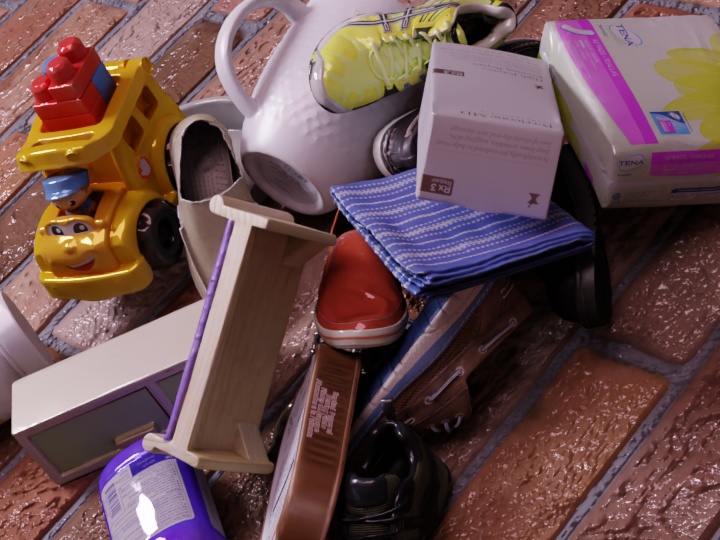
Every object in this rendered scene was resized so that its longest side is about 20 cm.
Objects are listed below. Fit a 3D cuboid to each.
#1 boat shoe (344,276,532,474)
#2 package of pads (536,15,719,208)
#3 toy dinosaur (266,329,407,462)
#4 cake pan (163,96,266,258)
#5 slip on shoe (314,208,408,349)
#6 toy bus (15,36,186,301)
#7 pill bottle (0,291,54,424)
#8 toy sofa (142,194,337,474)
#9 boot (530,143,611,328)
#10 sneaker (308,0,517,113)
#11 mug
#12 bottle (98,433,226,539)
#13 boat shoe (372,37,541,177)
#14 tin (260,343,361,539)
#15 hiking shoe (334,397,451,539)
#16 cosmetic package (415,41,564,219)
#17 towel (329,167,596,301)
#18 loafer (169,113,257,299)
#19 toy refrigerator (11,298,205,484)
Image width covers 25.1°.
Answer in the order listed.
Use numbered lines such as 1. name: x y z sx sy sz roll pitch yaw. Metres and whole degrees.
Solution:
1. boat shoe: 0.052 0.085 1.210 0.200 0.072 0.072 -52 9 13
2. package of pads: 0.240 -0.132 1.289 0.154 0.068 0.200 -4 40 -11
3. toy dinosaur: -0.002 0.069 1.293 0.200 0.047 0.088 -30 47 6
4. cake pan: -0.166 -0.086 1.551 0.200 0.037 0.201 -17 43 16
5. slip on shoe: 0.000 0.000 1.258 0.074 0.061 0.200 -5 29 6
6. toy bus: -0.238 -0.101 1.436 0.135 0.192 0.200 -4 48 25
7. pill bottle: -0.376 0.109 1.424 0.200 0.113 0.112 -35 41 -5
8. toy sofa: -0.101 0.048 1.224 0.097 0.083 0.201 19 94 41
9. boot: 0.112 -0.014 1.276 0.157 0.080 0.211 -13 32 9
10. sneaker: 0.043 -0.191 1.353 0.200 0.076 0.076 -29 15 -27
11. mug: -0.042 -0.160 1.432 0.176 0.200 0.148 -57 21 -22
12. bottle: -0.141 0.212 1.213 0.083 0.065 0.200 -35 40 6
13. boat shoe: 0.101 -0.142 1.393 0.200 0.074 0.060 -31 14 -24
14. tin: -0.038 0.139 1.176 0.042 0.112 0.200 14 40 -4
15. hiking shoe: 0.006 0.189 1.121 0.076 0.101 0.200 -10 44 24
16. cosmetic package: 0.096 -0.111 1.241 0.101 0.074 0.200 9 21 -2
17. towel: 0.073 -0.043 1.222 0.144 0.024 0.200 -17 29 -14
18. loafer: -0.124 -0.045 1.396 0.075 0.068 0.200 -19 79 -2
19. toy refrigerator: -0.184 0.101 1.345 0.200 0.076 0.070 -23 41 8
